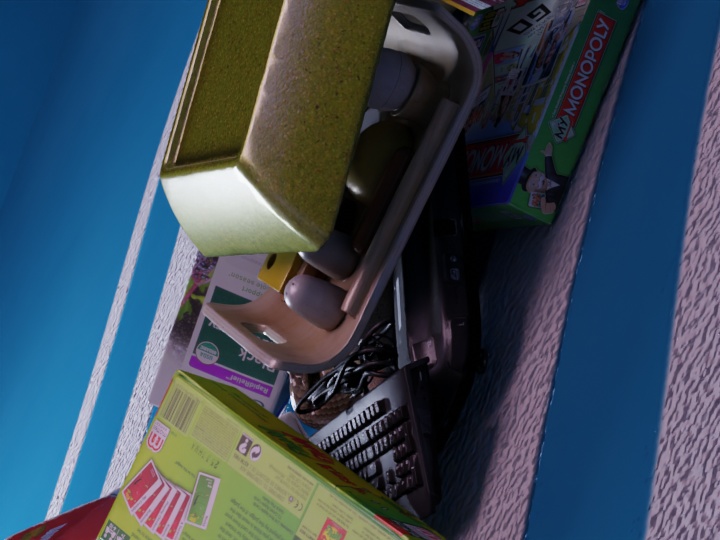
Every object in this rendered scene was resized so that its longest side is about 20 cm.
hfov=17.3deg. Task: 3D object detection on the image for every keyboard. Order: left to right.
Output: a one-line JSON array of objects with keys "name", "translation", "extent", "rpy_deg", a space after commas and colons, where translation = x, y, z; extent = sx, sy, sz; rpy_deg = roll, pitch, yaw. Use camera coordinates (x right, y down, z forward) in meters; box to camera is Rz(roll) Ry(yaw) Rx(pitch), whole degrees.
[{"name": "keyboard", "translation": [-0.008, 0.091, 1.226], "extent": [0.200, 0.039, 0.105], "rpy_deg": [137, 129, -67]}]

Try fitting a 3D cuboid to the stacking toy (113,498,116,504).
[{"name": "stacking toy", "translation": [-0.049, 0.164, 1.264], "extent": [0.200, 0.109, 0.117], "rpy_deg": [-22, 61, 54]}]

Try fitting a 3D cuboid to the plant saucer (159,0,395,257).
[{"name": "plant saucer", "translation": [-0.046, -0.111, 1.232], "extent": [0.200, 0.048, 0.201], "rpy_deg": [-2, 72, 68]}]

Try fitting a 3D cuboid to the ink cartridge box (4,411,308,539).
[{"name": "ink cartridge box", "translation": [-0.139, 0.160, 1.420], "extent": [0.199, 0.050, 0.161], "rpy_deg": [-24, -9, -31]}]

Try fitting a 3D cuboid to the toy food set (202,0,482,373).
[{"name": "toy food set", "translation": [-0.017, -0.051, 1.242], "extent": [0.201, 0.060, 0.143], "rpy_deg": [-63, 21, 1]}]

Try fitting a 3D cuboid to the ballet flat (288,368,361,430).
[{"name": "ballet flat", "translation": [0.000, 0.000, 1.420], "extent": [0.067, 0.046, 0.201], "rpy_deg": [-22, 46, 68]}]

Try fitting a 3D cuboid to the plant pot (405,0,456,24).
[{"name": "plant pot", "translation": [0.008, -0.228, 1.536], "extent": [0.134, 0.201, 0.200], "rpy_deg": [-27, 16, -3]}]

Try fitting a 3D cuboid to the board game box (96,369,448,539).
[{"name": "board game box", "translation": [-0.043, 0.138, 1.178], "extent": [0.200, 0.048, 0.102], "rpy_deg": [31, 98, 46]}]

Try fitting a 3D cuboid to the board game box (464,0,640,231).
[{"name": "board game box", "translation": [0.083, -0.088, 1.304], "extent": [0.135, 0.029, 0.200], "rpy_deg": [-67, 15, -8]}]

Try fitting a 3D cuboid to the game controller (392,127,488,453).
[{"name": "game controller", "translation": [0.038, -0.002, 1.252], "extent": [0.105, 0.042, 0.201], "rpy_deg": [98, 172, -50]}]

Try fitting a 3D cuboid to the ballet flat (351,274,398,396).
[{"name": "ballet flat", "translation": [-0.010, -0.019, 1.360], "extent": [0.068, 0.067, 0.201], "rpy_deg": [125, 149, -65]}]

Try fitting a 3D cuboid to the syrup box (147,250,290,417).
[{"name": "syrup box", "translation": [-0.060, 0.001, 1.476], "extent": [0.081, 0.078, 0.201], "rpy_deg": [-58, -11, -70]}]

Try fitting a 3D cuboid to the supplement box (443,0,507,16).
[{"name": "supplement box", "translation": [0.079, -0.220, 1.362], "extent": [0.086, 0.110, 0.200], "rpy_deg": [-69, 15, -11]}]
